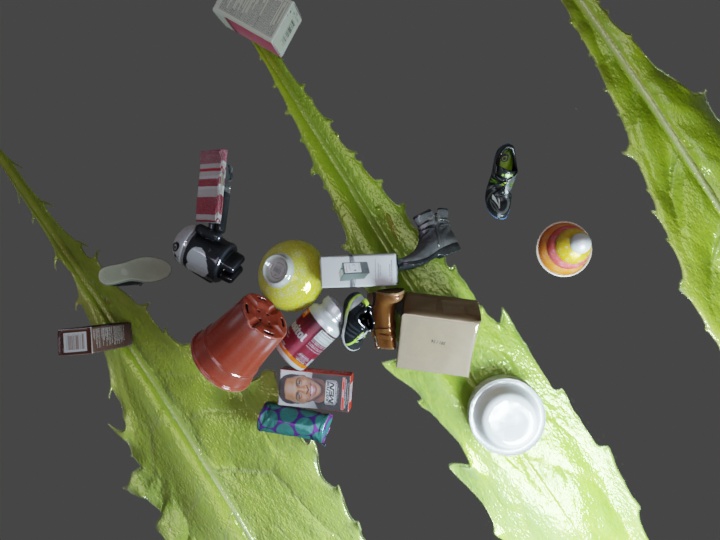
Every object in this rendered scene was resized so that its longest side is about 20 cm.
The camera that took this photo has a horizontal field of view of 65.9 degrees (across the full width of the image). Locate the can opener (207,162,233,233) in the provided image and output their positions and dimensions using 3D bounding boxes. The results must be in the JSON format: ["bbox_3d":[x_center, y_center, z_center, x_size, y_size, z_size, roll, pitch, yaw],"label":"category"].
[{"bbox_3d":[-0.401,-0.208,1.568,0.052,0.067,0.203,6,87,7],"label":"can opener"}]

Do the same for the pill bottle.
[{"bbox_3d":[-0.128,0.165,1.510,0.200,0.113,0.113,-45,85,3],"label":"pill bottle"}]

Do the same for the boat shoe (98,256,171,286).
[{"bbox_3d":[-0.645,0.006,1.599,0.197,0.062,0.076,-9,83,-9],"label":"boat shoe"}]

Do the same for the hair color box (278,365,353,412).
[{"bbox_3d":[-0.123,0.326,1.534,0.197,0.061,0.103,3,91,7],"label":"hair color box"}]

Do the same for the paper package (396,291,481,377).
[{"bbox_3d":[0.198,0.167,1.441,0.197,0.104,0.193,7,122,5],"label":"paper package"}]

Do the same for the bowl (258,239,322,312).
[{"bbox_3d":[-0.204,0.005,1.496,0.197,0.107,0.204,-5,77,21],"label":"bowl"}]

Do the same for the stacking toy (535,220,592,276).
[{"bbox_3d":[0.530,-0.058,1.393,0.144,0.200,0.149,0,90,7],"label":"stacking toy"}]

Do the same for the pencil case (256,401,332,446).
[{"bbox_3d":[-0.181,0.419,1.527,0.197,0.093,0.086,9,57,8],"label":"pencil case"}]

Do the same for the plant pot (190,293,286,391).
[{"bbox_3d":[-0.308,0.178,1.461,0.195,0.201,0.201,-44,85,22],"label":"plant pot"}]

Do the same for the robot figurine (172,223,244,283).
[{"bbox_3d":[-0.423,-0.043,1.540,0.198,0.125,0.152,27,93,6],"label":"robot figurine"}]

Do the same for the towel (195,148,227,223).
[{"bbox_3d":[-0.421,-0.235,1.550,0.143,0.023,0.203,8,93,49],"label":"towel"}]

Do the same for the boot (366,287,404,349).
[{"bbox_3d":[0.073,0.128,1.453,0.073,0.200,0.157,-5,84,-16],"label":"boot"}]

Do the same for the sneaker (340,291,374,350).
[{"bbox_3d":[-0.004,0.150,1.465,0.071,0.202,0.082,-33,49,-32],"label":"sneaker"}]

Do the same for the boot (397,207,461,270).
[{"bbox_3d":[0.165,-0.085,1.485,0.198,0.070,0.133,-19,86,-25],"label":"boot"}]

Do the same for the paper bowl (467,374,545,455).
[{"bbox_3d":[0.382,0.382,1.454,0.197,0.104,0.204,0,91,7],"label":"paper bowl"}]

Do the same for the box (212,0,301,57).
[{"bbox_3d":[-0.283,-0.710,1.539,0.198,0.109,0.129,31,93,6],"label":"box"}]

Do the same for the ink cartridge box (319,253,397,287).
[{"bbox_3d":[0.000,0.000,1.481,0.197,0.146,0.086,-2,90,7],"label":"ink cartridge box"}]

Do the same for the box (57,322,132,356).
[{"bbox_3d":[-0.728,0.187,1.535,0.098,0.200,0.076,-5,86,6],"label":"box"}]

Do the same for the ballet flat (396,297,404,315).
[{"bbox_3d":[0.192,0.099,1.498,0.197,0.064,0.069,2,87,7],"label":"ballet flat"}]

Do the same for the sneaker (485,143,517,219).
[{"bbox_3d":[0.374,-0.238,1.471,0.070,0.083,0.203,8,91,7],"label":"sneaker"}]
